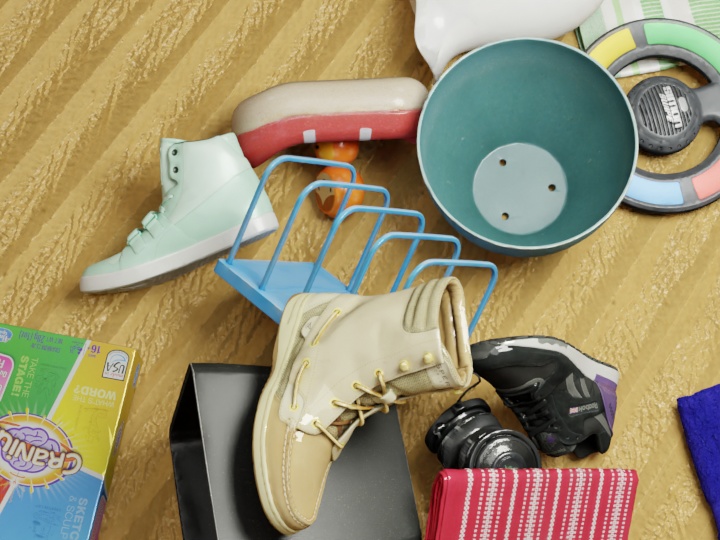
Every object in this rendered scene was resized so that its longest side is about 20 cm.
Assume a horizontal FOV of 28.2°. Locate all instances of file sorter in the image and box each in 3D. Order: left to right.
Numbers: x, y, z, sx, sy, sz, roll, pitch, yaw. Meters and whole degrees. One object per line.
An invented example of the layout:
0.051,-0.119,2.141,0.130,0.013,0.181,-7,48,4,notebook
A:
0.000,0.000,1.254,0.199,0.138,0.124,37,111,33,file sorter

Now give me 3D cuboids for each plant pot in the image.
-0.055,0.194,1.214,0.175,0.200,0.202,-5,68,-15,plant pot
0.152,-0.097,1.344,0.197,0.135,0.203,-1,74,3,plant pot

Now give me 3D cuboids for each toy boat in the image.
-0.025,-0.116,1.377,0.197,0.131,0.133,-3,98,-2,toy boat

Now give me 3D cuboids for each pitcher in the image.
0.135,-0.296,1.439,0.198,0.121,0.173,-23,61,5,pitcher

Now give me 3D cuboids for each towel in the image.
0.137,0.232,1.186,0.198,0.022,0.147,4,101,-27,towel
0.315,-0.280,1.479,0.197,0.023,0.154,-11,70,-5,towel
0.364,0.182,1.253,0.147,0.049,0.202,-27,65,31,towel

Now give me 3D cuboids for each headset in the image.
0.091,0.159,1.223,0.093,0.202,0.123,-26,29,-15,headset

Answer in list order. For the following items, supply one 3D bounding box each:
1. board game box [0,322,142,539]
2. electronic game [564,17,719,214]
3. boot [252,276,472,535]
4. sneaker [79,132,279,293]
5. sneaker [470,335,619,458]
-0.295,0.157,1.297,0.151,0.040,0.202,9,69,3,board game box
0.297,-0.153,1.411,0.197,0.042,0.203,0,76,0,electronic game
0.005,0.100,1.091,0.154,0.073,0.202,-8,53,26,boot
-0.184,-0.056,1.337,0.198,0.074,0.119,-22,86,9,sneaker
0.166,0.114,1.249,0.075,0.199,0.089,-13,66,41,sneaker
